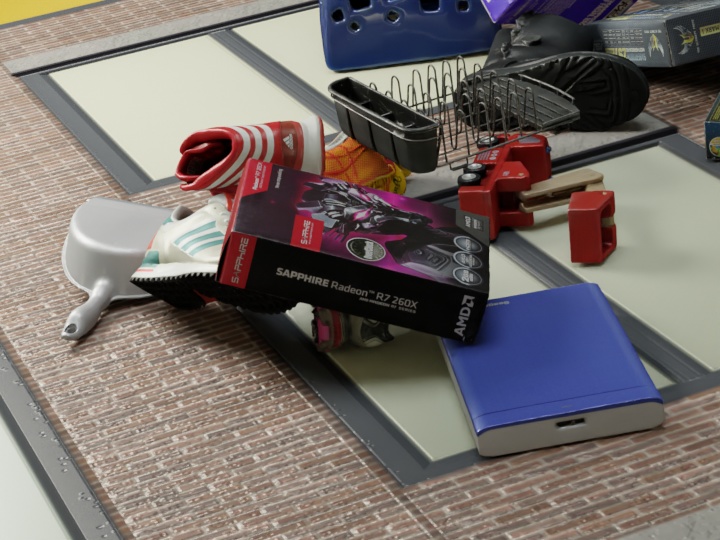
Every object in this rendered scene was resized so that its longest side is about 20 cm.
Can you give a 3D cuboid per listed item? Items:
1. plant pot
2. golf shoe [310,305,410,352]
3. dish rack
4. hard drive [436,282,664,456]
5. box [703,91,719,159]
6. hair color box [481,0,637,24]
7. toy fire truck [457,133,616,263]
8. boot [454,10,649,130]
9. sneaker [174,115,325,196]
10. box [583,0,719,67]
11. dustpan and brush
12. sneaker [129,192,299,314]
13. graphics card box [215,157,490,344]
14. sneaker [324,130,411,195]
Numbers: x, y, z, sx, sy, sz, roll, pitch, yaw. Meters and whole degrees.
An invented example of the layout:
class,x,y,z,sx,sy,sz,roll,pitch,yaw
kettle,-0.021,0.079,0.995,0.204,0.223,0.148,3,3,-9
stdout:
class,x,y,z,sx,sy,sz,roll,pitch,yaw
plant pot,0.045,-0.341,2.293,0.198,0.181,0.200,-7,24,2
golf shoe,0.000,0.000,1.675,0.091,0.073,0.200,-4,33,-5
dish rack,0.089,-0.146,1.859,0.199,0.055,0.153,-19,30,-26
hard drive,0.132,0.068,1.524,0.131,0.026,0.200,-10,24,-3
box,0.403,-0.155,1.929,0.136,0.038,0.200,1,25,21
hair color box,0.194,-0.314,2.190,0.199,0.110,0.065,-5,-30,-46
toy fire truck,0.157,-0.067,1.794,0.140,0.049,0.200,-1,24,15
boot,0.202,-0.202,2.051,0.199,0.077,0.168,-3,27,26
sneaker,-0.109,-0.084,1.768,0.115,0.079,0.200,2,-22,-19
box,0.332,-0.240,2.077,0.157,0.051,0.200,-14,9,-16
dustpan and brush,-0.207,0.002,1.768,0.139,0.058,0.200,11,21,14
sneaker,-0.105,-0.021,1.667,0.199,0.070,0.094,-2,63,51
graphics card box,-0.002,-0.016,1.573,0.199,0.051,0.126,15,28,-4
sneaker,-0.004,-0.078,1.849,0.077,0.073,0.200,11,31,16
